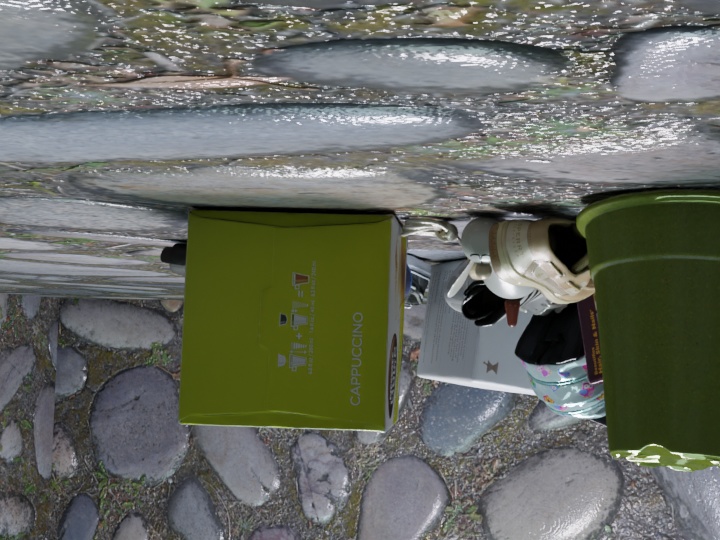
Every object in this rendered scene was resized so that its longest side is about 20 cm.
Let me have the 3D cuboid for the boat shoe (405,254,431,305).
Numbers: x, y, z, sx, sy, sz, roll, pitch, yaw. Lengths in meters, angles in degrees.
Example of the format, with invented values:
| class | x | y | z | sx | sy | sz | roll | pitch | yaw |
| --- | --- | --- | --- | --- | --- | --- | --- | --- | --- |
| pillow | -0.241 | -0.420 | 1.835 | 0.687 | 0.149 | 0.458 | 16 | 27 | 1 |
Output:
| class | x | y | z | sx | sy | sz | roll | pitch | yaw |
| --- | --- | --- | --- | --- | --- | --- | --- | --- | --- |
| boat shoe | 0.047 | 0.017 | 1.610 | 0.071 | 0.072 | 0.199 | 0 | 175 | 29 |

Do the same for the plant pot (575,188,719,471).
| class | x | y | z | sx | sy | sz | roll | pitch | yaw |
| --- | --- | --- | --- | --- | --- | --- | --- | --- | --- |
| plant pot | 0.261 | 0.057 | 0.940 | 0.197 | 0.193 | 0.200 | 7 | 168 | 2 |

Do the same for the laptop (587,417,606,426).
| class | x | y | z | sx | sy | sz | roll | pitch | yaw |
| --- | --- | --- | --- | --- | --- | --- | --- | --- | --- |
| laptop | 0.357 | 0.114 | 1.619 | 0.115 | 0.190 | 0.200 | 18 | -177 | -18 |

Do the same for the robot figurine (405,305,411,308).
| class | x | y | z | sx | sy | sz | roll | pitch | yaw |
| --- | --- | --- | --- | --- | --- | --- | --- | --- | --- |
| robot figurine | -0.024 | 0.046 | 1.777 | 0.198 | 0.114 | 0.169 | 4 | -164 | -32 |

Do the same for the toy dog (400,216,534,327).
| class | x | y | z | sx | sy | sz | roll | pitch | yaw |
| --- | --- | --- | --- | --- | --- | --- | --- | --- | --- |
| toy dog | 0.135 | 0.005 | 1.173 | 0.131 | 0.098 | 0.199 | -1 | 175 | 40 |

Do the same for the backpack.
| class | x | y | z | sx | sy | sz | roll | pitch | yaw |
| --- | --- | --- | --- | --- | --- | --- | --- | --- | --- |
| backpack | 0.280 | 0.079 | 1.454 | 0.166 | 0.127 | 0.200 | -7 | -146 | 47 |

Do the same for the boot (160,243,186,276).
| class | x | y | z | sx | sy | sz | roll | pitch | yaw |
| --- | --- | --- | --- | --- | --- | --- | --- | --- | --- |
| boot | -0.162 | 0.000 | 1.555 | 0.136 | 0.079 | 0.200 | 5 | 164 | 14 |

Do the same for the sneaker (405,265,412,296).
| class | x | y | z | sx | sy | sz | roll | pitch | yaw |
| --- | --- | --- | --- | --- | --- | --- | --- | --- | --- |
| sneaker | 0.000 | 0.000 | 1.413 | 0.082 | 0.075 | 0.199 | 3 | -176 | -40 |

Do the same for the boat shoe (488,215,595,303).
| class | x | y | z | sx | sy | sz | roll | pitch | yaw |
| --- | --- | --- | --- | --- | --- | --- | --- | --- | --- |
| boat shoe | 0.191 | -0.011 | 1.094 | 0.064 | 0.072 | 0.199 | -13 | 170 | 34 |

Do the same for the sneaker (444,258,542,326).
| class | x | y | z | sx | sy | sz | roll | pitch | yaw |
| --- | --- | --- | --- | --- | --- | --- | --- | --- | --- |
| sneaker | 0.133 | 0.019 | 1.336 | 0.114 | 0.077 | 0.200 | -22 | -179 | -35 |

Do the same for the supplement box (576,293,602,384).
| class | x | y | z | sx | sy | sz | roll | pitch | yaw |
| --- | --- | --- | --- | --- | --- | --- | --- | --- | --- |
| supplement box | 0.331 | 0.045 | 1.255 | 0.085 | 0.112 | 0.199 | 5 | 160 | -38 |

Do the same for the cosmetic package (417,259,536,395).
| class | x | y | z | sx | sy | sz | roll | pitch | yaw |
| --- | --- | --- | --- | --- | --- | --- | --- | --- | --- |
| cosmetic package | 0.196 | 0.081 | 1.652 | 0.164 | 0.170 | 0.200 | 11 | 175 | -18 |

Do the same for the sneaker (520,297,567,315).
| class | x | y | z | sx | sy | sz | roll | pitch | yaw |
| --- | --- | --- | --- | --- | --- | --- | --- | --- | --- |
| sneaker | 0.233 | 0.012 | 1.391 | 0.070 | 0.082 | 0.200 | 5 | 174 | -25 |

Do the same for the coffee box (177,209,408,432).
| class | x | y | z | sx | sy | sz | roll | pitch | yaw |
| --- | --- | --- | --- | --- | --- | --- | --- | --- | --- |
| coffee box | -0.059 | 0.051 | 1.180 | 0.197 | 0.203 | 0.198 | 2 | 176 | 6 |
